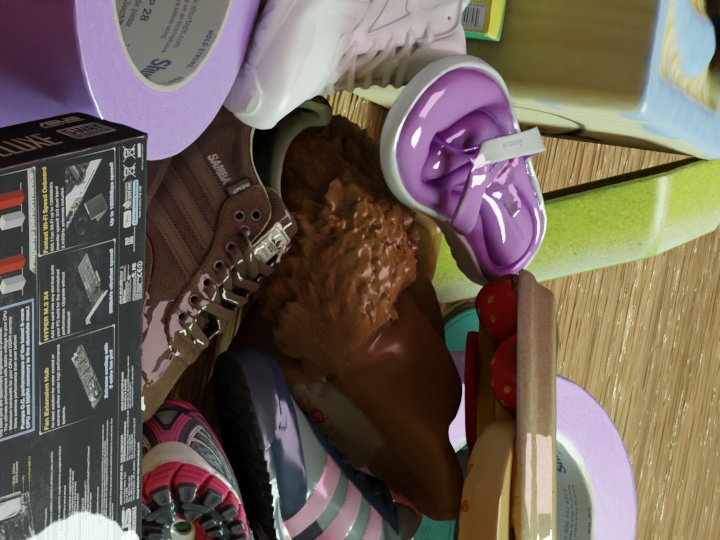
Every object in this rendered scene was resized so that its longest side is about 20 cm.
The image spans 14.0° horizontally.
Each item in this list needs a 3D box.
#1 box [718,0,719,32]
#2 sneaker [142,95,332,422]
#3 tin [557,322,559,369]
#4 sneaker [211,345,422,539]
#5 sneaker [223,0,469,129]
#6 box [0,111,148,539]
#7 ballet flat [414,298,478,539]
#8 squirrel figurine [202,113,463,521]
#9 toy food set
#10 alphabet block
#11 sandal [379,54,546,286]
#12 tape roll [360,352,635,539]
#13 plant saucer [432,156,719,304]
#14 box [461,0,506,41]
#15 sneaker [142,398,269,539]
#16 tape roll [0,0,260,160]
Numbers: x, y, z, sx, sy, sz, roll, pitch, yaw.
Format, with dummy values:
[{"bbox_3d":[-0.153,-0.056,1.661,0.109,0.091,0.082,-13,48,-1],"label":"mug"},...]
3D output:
[{"bbox_3d":[0.267,-0.198,1.641,0.148,0.104,0.200,-60,151,-44],"label":"box"},{"bbox_3d":[-0.074,-0.014,1.429,0.070,0.075,0.200,57,46,-61],"label":"sneaker"},{"bbox_3d":[0.093,0.114,1.880,0.112,0.042,0.200,124,-23,-58],"label":"tin"},{"bbox_3d":[-0.015,0.117,1.502,0.082,0.070,0.200,-25,116,-16],"label":"sneaker"},{"bbox_3d":[0.005,-0.121,1.445,0.078,0.099,0.200,-52,180,44],"label":"sneaker"},{"bbox_3d":[-0.160,0.047,1.204,0.158,0.050,0.200,-18,116,-45],"label":"box"},{"bbox_3d":[0.051,0.112,1.838,0.071,0.069,0.200,-57,158,-84],"label":"ballet flat"},{"bbox_3d":[0.000,0.000,1.553,0.187,0.141,0.200,-69,160,-44],"label":"squirrel figurine"},{"bbox_3d":[0.078,0.100,1.521,0.198,0.049,0.200,80,10,-66],"label":"toy food set"},{"bbox_3d":[0.106,-0.180,1.657,0.195,0.200,0.197,19,80,-68],"label":"alphabet block"},{"bbox_3d":[0.068,-0.048,1.488,0.083,0.050,0.203,-57,153,-8],"label":"sandal"},{"bbox_3d":[0.066,0.151,1.726,0.200,0.066,0.200,-6,100,-34],"label":"tape roll"},{"bbox_3d":[0.126,-0.024,1.767,0.200,0.199,0.048,-20,96,-67],"label":"plant saucer"},{"bbox_3d":[0.030,-0.228,1.552,0.048,0.117,0.200,-2,101,-79],"label":"box"},{"bbox_3d":[-0.079,0.150,1.488,0.075,0.080,0.200,-100,-175,-45],"label":"sneaker"},{"bbox_3d":[-0.108,-0.152,1.301,0.200,0.066,0.200,8,90,-70],"label":"tape roll"}]
